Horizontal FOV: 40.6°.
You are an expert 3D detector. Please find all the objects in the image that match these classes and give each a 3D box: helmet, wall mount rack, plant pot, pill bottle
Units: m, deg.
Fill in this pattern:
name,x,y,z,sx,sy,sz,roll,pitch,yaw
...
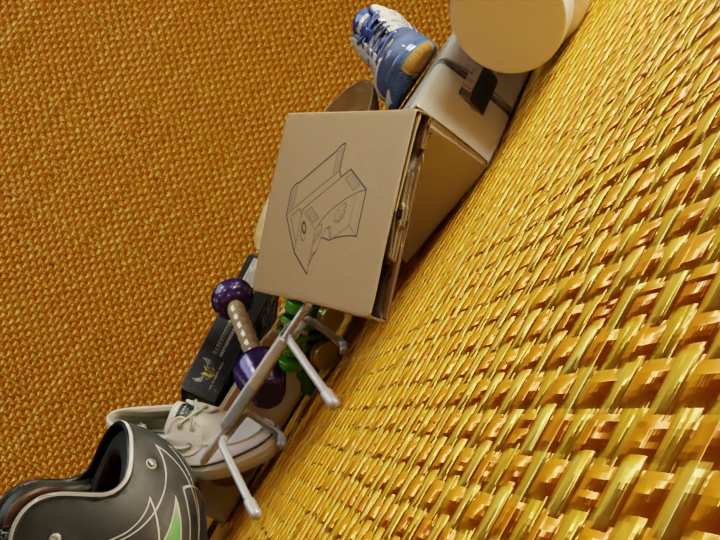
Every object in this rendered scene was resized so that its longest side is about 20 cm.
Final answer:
name,x,y,z,sx,sy,sz,roll,pitch,yaw
helmet,-0.234,0.251,0.901,0.188,0.203,0.200,-17,-17,-29
wall mount rack,-0.070,0.119,0.859,0.202,0.074,0.174,-56,1,12
plant pot,-0.040,-0.099,0.970,0.200,0.027,0.201,-48,21,24
pill bottle,0.145,-0.256,0.818,0.114,0.112,0.201,-52,7,43

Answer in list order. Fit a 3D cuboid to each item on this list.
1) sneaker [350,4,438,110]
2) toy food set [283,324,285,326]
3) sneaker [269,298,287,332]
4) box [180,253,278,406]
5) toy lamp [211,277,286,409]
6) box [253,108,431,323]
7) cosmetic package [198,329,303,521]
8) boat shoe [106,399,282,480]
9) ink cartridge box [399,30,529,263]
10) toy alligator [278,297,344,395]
name,x,y,z,sx,sy,sz,roll,pitch,yaw
sneaker,0.023,-0.210,0.934,0.076,0.088,0.200,-51,6,12
toy food set,0.000,0.000,1.061,0.144,0.060,0.200,-54,-3,37
sneaker,-0.075,0.066,1.272,0.090,0.074,0.203,128,165,-67
box,-0.162,0.103,1.225,0.159,0.050,0.202,102,-169,-59
toy lamp,-0.119,0.078,1.038,0.059,0.058,0.200,-55,29,12
box,-0.023,-0.051,0.821,0.198,0.021,0.167,11,88,55
cosmetic package,-0.131,0.175,1.094,0.202,0.070,0.105,-59,4,-21
boat shoe,-0.176,0.167,0.986,0.196,0.068,0.074,-10,25,18
ink cartridge box,0.073,-0.127,0.896,0.145,0.083,0.201,-51,6,43
toy alligator,-0.052,0.031,0.952,0.054,0.059,0.204,-8,-65,-46
